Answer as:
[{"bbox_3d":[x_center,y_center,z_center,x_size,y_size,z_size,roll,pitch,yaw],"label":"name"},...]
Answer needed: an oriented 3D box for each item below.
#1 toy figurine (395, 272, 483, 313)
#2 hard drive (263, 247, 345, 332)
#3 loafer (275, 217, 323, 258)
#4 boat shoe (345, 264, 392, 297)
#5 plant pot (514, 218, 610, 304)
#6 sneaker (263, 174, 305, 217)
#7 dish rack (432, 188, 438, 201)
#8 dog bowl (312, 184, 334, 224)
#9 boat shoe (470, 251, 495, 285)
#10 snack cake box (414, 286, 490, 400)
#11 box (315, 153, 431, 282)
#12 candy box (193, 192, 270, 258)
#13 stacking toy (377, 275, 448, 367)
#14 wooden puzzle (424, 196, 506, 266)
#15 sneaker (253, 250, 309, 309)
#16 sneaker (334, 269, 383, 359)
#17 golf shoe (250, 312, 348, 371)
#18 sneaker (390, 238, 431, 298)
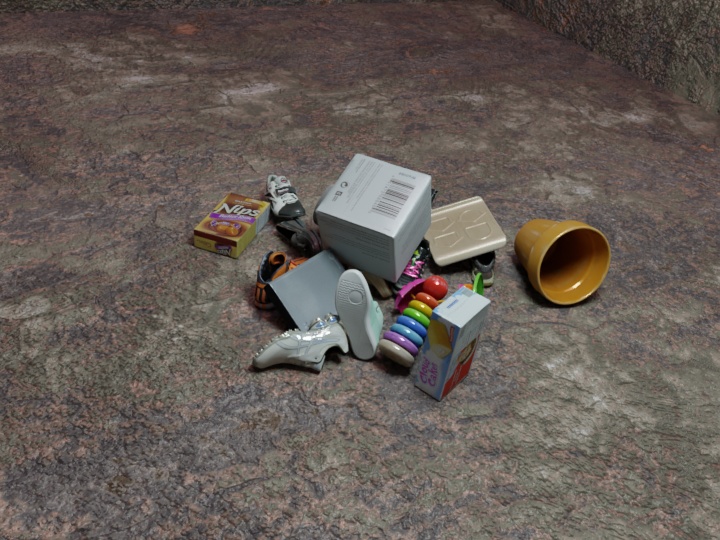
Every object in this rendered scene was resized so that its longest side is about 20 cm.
[{"bbox_3d":[0.166,0.093,1.529,0.184,0.150,0.200,5,59,17],"label":"toy figurine"},{"bbox_3d":[-0.100,0.049,1.519,0.200,0.033,0.140,-33,89,-43],"label":"hard drive"},{"bbox_3d":[-0.151,-0.073,1.691,0.063,0.072,0.200,-9,26,-22],"label":"loafer"},{"bbox_3d":[0.000,0.000,1.644,0.065,0.072,0.200,-40,63,-3],"label":"boat shoe"},{"bbox_3d":[0.479,-0.043,1.714,0.200,0.201,0.183,-4,23,-17],"label":"plant pot"},{"bbox_3d":[-0.203,-0.196,1.799,0.074,0.089,0.200,-10,27,-30],"label":"sneaker"},{"bbox_3d":[0.106,-0.231,1.902,0.153,0.055,0.200,21,5,33],"label":"dish rack"},{"bbox_3d":[-0.029,-0.175,1.766,0.059,0.200,0.200,43,46,18],"label":"dog bowl"},{"bbox_3d":[0.313,-0.041,1.761,0.072,0.066,0.201,9,36,0],"label":"boat shoe"},{"bbox_3d":[0.180,0.145,1.366,0.067,0.200,0.115,30,40,26],"label":"snack cake box"},{"bbox_3d":[0.036,-0.121,1.574,0.200,0.172,0.199,20,58,20],"label":"box"},{"bbox_3d":[-0.318,-0.117,1.731,0.116,0.057,0.200,16,35,9],"label":"candy box"},{"bbox_3d":[0.119,0.096,1.437,0.085,0.085,0.200,27,75,22],"label":"stacking toy"},{"bbox_3d":[0.255,-0.095,1.762,0.185,0.046,0.200,-17,42,0],"label":"wooden puzzle"},{"bbox_3d":[-0.164,-0.002,1.561,0.077,0.112,0.200,23,37,17],"label":"sneaker"},{"bbox_3d":[0.000,0.071,1.443,0.074,0.201,0.118,-4,26,14],"label":"sneaker"},{"bbox_3d":[-0.116,0.163,1.385,0.200,0.078,0.097,-23,74,-16],"label":"golf shoe"},{"bbox_3d":[0.125,-0.013,1.661,0.074,0.088,0.200,20,37,8],"label":"sneaker"}]
